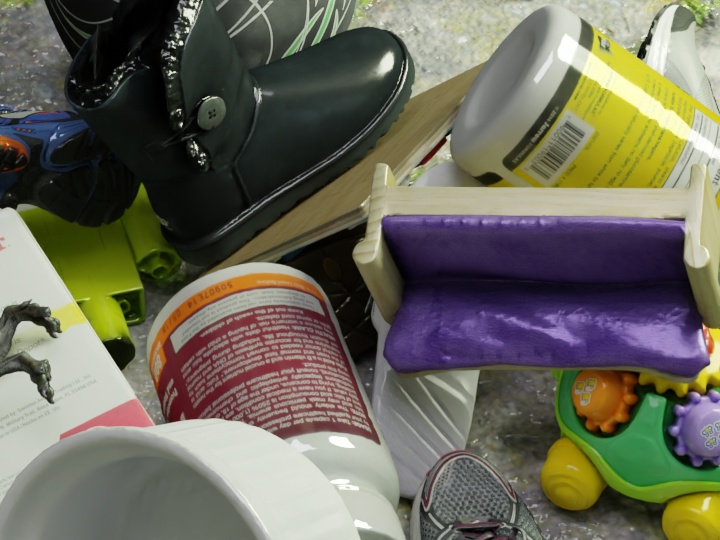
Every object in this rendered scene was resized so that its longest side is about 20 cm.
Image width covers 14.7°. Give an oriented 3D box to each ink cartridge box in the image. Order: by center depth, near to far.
[{"bbox_3d":[-0.210,0.082,1.567,0.144,0.084,0.200,-26,59,-15],"label":"ink cartridge box"}]

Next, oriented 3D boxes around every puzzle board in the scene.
[{"bbox_3d":[-0.001,-0.058,1.703,0.150,0.017,0.200,-24,16,42],"label":"puzzle board"}]

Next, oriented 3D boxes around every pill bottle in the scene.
[{"bbox_3d":[-0.044,0.102,1.555,0.113,0.115,0.201,-11,46,-12],"label":"pill bottle"},{"bbox_3d":[0.160,-0.058,1.640,0.199,0.112,0.113,34,45,-15],"label":"pill bottle"}]

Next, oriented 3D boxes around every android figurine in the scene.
[{"bbox_3d":[-0.206,-0.012,1.718,0.181,0.041,0.201,-11,48,-11],"label":"android figurine"}]

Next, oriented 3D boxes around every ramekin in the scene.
[{"bbox_3d":[-0.089,0.172,1.428,0.200,0.202,0.098,29,22,25],"label":"ramekin"}]

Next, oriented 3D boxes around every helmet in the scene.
[{"bbox_3d":[-0.098,-0.185,1.780,0.199,0.201,0.191,-32,60,-29],"label":"helmet"}]

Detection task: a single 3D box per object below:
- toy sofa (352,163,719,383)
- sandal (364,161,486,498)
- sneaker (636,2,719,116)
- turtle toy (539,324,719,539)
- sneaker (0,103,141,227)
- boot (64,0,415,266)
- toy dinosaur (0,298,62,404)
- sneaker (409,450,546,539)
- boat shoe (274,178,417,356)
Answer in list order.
[{"bbox_3d":[0.101,0.001,1.545,0.198,0.083,0.098,1,64,15],"label":"toy sofa"},{"bbox_3d":[0.036,0.035,1.644,0.079,0.059,0.208,19,73,-14],"label":"sandal"},{"bbox_3d":[0.206,-0.087,1.784,0.079,0.074,0.201,10,51,-4],"label":"sneaker"},{"bbox_3d":[0.200,0.078,1.591,0.199,0.102,0.146,18,48,16],"label":"turtle toy"},{"bbox_3d":[-0.202,-0.073,1.661,0.199,0.076,0.078,-3,33,-48],"label":"sneaker"},{"bbox_3d":[-0.068,-0.117,1.652,0.200,0.169,0.076,-41,47,-11],"label":"boot"},{"bbox_3d":[-0.209,0.049,1.514,0.087,0.048,0.201,-9,52,5],"label":"toy dinosaur"},{"bbox_3d":[0.078,0.174,1.514,0.080,0.075,0.201,-8,45,-9],"label":"sneaker"},{"bbox_3d":[0.000,-0.001,1.699,0.199,0.072,0.067,-30,19,-17],"label":"boat shoe"}]
